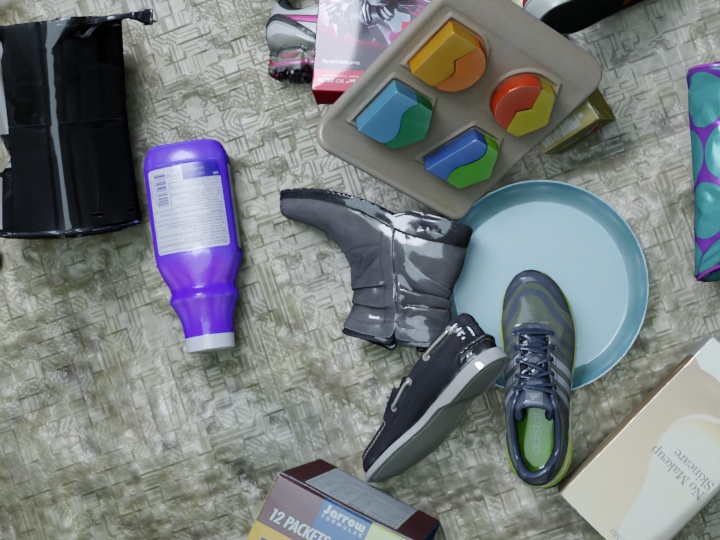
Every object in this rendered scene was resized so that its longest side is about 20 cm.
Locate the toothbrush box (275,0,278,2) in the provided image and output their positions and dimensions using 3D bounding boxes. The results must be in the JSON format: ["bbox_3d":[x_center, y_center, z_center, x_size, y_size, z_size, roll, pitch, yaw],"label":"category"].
[{"bbox_3d":[-0.133,-0.367,1.361,0.086,0.146,0.200,-45,69,2],"label":"toothbrush box"}]

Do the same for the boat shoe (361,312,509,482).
[{"bbox_3d":[0.057,0.119,1.330,0.060,0.074,0.200,55,130,23],"label":"boat shoe"}]

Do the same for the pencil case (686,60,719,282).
[{"bbox_3d":[0.340,-0.091,1.319,0.085,0.092,0.201,-2,85,8],"label":"pencil case"}]

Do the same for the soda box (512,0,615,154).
[{"bbox_3d":[0.156,-0.209,1.358,0.064,0.068,0.200,-32,82,23],"label":"soda box"}]

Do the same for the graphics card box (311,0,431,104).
[{"bbox_3d":[0.024,-0.250,1.323,0.125,0.051,0.201,4,83,5],"label":"graphics card box"}]

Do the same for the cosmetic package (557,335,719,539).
[{"bbox_3d":[0.282,0.164,1.317,0.105,0.071,0.200,43,92,8],"label":"cosmetic package"}]

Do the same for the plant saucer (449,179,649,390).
[{"bbox_3d":[0.169,0.016,1.367,0.199,0.027,0.201,-1,86,8],"label":"plant saucer"}]

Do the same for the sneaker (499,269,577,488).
[{"bbox_3d":[0.161,0.099,1.307,0.074,0.081,0.201,-5,88,8],"label":"sneaker"}]

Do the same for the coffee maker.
[{"bbox_3d":[-0.274,-0.131,1.361,0.134,0.192,0.201,-10,97,-34],"label":"coffee maker"}]

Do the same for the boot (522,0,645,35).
[{"bbox_3d":[0.197,-0.302,1.332,0.200,0.072,0.145,-26,79,-34],"label":"boot"}]

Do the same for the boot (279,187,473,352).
[{"bbox_3d":[0.000,0.000,1.362,0.199,0.070,0.132,15,92,24],"label":"boot"}]

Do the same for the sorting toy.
[{"bbox_3d":[0.088,-0.142,1.274,0.200,0.185,0.037,-47,36,25],"label":"sorting toy"}]

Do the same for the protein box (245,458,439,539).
[{"bbox_3d":[-0.037,0.289,1.287,0.135,0.200,0.199,26,89,9],"label":"protein box"}]

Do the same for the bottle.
[{"bbox_3d":[-0.156,-0.022,1.396,0.083,0.065,0.201,-9,85,4],"label":"bottle"}]

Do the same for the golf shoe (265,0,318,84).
[{"bbox_3d":[0.006,-0.233,1.386,0.199,0.073,0.093,-3,84,8],"label":"golf shoe"}]
